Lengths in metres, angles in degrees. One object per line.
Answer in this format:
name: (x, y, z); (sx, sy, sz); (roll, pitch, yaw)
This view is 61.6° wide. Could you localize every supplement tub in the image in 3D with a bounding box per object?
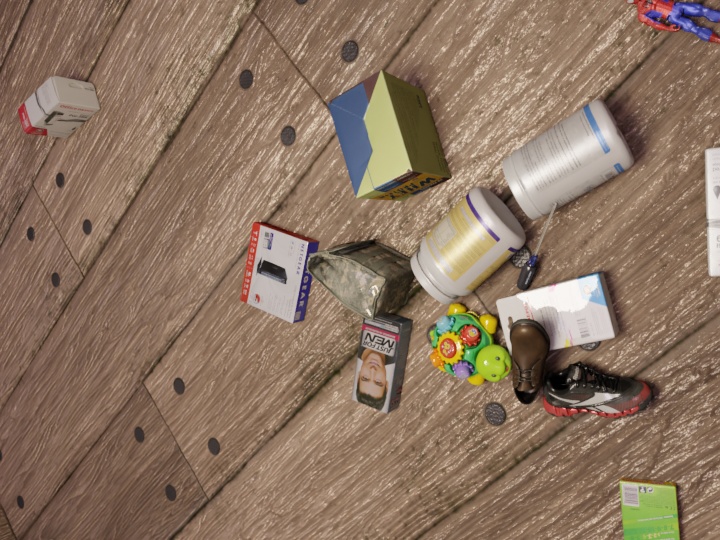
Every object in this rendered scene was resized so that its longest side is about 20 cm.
supplement tub: (0.207, -0.045, 1.181); (0.200, 0.144, 0.147); (-44, 72, 25)
supplement tub: (0.368, -0.195, 1.080); (0.197, 0.131, 0.135); (-29, 79, 29)

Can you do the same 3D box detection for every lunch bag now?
lunch bag: (0.000, 0.000, 1.298); (0.197, 0.163, 0.120); (28, 113, 25)

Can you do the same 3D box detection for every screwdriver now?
screwdriver: (0.335, -0.040, 1.127); (0.029, 0.028, 0.203); (31, 134, 16)

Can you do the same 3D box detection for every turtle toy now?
turtle toy: (0.215, 0.157, 1.204); (0.197, 0.100, 0.150); (19, 103, 38)

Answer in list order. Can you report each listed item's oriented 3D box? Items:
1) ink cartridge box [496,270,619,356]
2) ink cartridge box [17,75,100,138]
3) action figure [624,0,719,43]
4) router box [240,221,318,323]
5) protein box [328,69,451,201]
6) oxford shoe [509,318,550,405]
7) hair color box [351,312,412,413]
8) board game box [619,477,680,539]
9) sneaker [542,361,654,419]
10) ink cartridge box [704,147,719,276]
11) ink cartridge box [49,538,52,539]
ink cartridge box: (0.368, 0.084, 1.136); (0.196, 0.067, 0.119); (-17, 86, 31)
ink cartridge box: (-0.907, -0.487, 1.820); (0.197, 0.146, 0.085); (-24, 83, 31)
action figure: (0.536, -0.429, 1.010); (0.198, 0.051, 0.067); (33, 113, 27)
router box: (-0.202, 0.002, 1.487); (0.176, 0.048, 0.206); (18, 103, 29)
protein box: (0.062, -0.260, 1.219); (0.132, 0.198, 0.204); (-20, 84, 30)
oxford shoe: (0.306, 0.170, 1.093); (0.071, 0.086, 0.203); (0, 132, 21)
hair color box: (0.047, 0.200, 1.345); (0.097, 0.060, 0.206); (14, 101, 29)
board game box: (0.528, 0.485, 1.094); (0.093, 0.030, 0.207); (-4, 89, 32)
sneaker: (0.422, 0.215, 1.097); (0.196, 0.071, 0.100); (-8, 122, 32)
ink cartridge box: (0.629, -0.095, 0.956); (0.142, 0.083, 0.207); (-2, 93, 31)
ink cartridge box: (-1.058, 1.048, 2.030); (0.197, 0.143, 0.149); (27, 107, 27)
